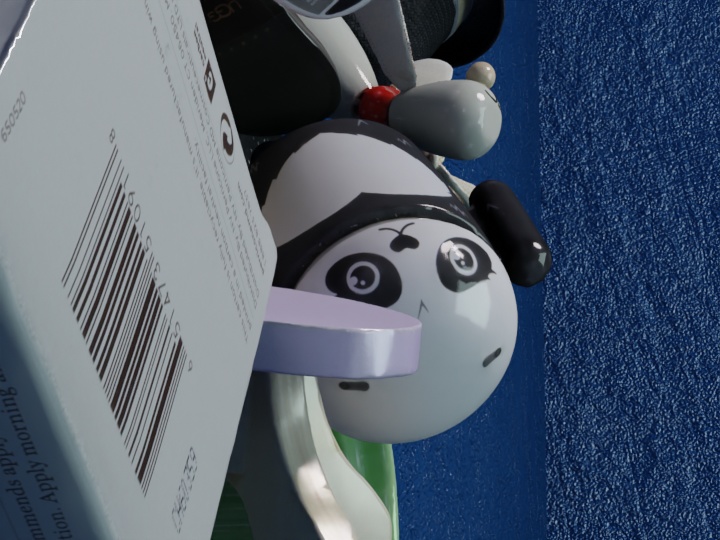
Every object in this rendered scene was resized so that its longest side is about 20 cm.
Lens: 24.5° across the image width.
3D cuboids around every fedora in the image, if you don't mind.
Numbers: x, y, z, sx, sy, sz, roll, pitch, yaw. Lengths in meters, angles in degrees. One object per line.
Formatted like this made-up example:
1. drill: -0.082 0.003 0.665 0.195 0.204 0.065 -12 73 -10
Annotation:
1. fedora: -0.004 -0.170 1.063 0.092 0.200 0.201 -64 157 -23

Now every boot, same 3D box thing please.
1. boot: -0.073 -0.182 0.855 0.200 0.069 0.175 54 21 -54

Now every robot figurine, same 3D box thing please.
1. robot figurine: 0.001 -0.002 0.839 0.125 0.150 0.200 34 15 -33

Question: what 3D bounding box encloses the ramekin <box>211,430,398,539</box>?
1. ramekin: -0.045 0.152 0.908 0.200 0.097 0.201 -3 90 -78

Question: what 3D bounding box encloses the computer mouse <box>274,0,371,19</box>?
1. computer mouse: -0.060 -0.186 0.728 0.200 0.110 0.044 41 14 -37

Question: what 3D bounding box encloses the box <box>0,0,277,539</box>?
1. box: -0.121 -0.013 0.508 0.200 0.130 0.199 -80 162 -49

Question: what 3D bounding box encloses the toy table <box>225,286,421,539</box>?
1. toy table: -0.059 0.067 0.695 0.200 0.183 0.118 10 -84 61

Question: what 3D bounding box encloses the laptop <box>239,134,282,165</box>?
1. laptop: -0.024 -0.037 1.038 0.200 0.103 0.178 73 18 -49

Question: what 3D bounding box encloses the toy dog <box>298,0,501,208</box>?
1. toy dog: 0.002 -0.127 0.942 0.097 0.199 0.132 -61 167 -11
